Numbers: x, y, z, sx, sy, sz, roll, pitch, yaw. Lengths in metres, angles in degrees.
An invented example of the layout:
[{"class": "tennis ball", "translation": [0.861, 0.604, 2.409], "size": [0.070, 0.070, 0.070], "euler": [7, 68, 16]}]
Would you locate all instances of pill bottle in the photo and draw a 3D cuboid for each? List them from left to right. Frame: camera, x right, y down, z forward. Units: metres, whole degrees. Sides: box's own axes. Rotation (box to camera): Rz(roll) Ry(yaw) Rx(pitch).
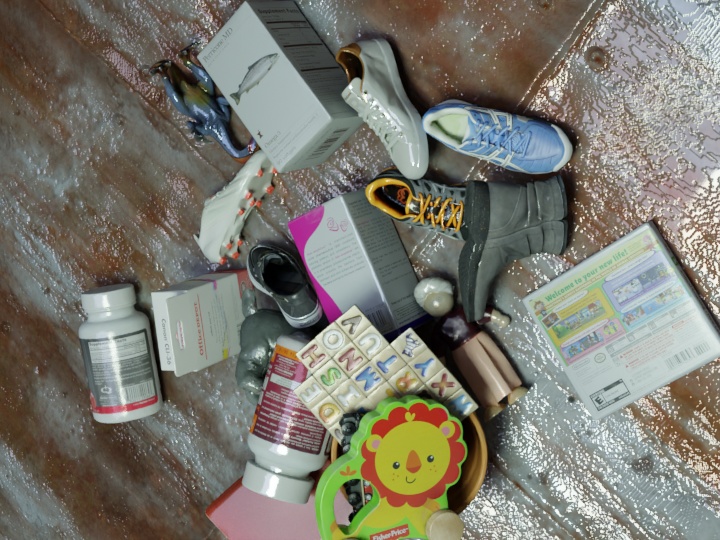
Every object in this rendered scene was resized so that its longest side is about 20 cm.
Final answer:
[{"class": "pill bottle", "translation": [-0.375, 0.126, 1.870], "size": [0.110, 0.111, 0.201], "euler": [-4, 98, 31]}, {"class": "pill bottle", "translation": [-0.083, 0.192, 1.568], "size": [0.109, 0.109, 0.201], "euler": [17, 89, 26]}]

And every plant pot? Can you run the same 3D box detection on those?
[{"class": "plant pot", "translation": [-0.057, 0.326, 1.690], "size": [0.200, 0.200, 0.176], "euler": [43, 107, 15]}, {"class": "plant pot", "translation": [0.064, 0.223, 1.590], "size": [0.199, 0.140, 0.201], "euler": [0, 101, 2]}]

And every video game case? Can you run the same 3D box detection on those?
[{"class": "video game case", "translation": [0.325, 0.065, 1.498], "size": [0.200, 0.022, 0.183], "euler": [-35, 83, 32]}]

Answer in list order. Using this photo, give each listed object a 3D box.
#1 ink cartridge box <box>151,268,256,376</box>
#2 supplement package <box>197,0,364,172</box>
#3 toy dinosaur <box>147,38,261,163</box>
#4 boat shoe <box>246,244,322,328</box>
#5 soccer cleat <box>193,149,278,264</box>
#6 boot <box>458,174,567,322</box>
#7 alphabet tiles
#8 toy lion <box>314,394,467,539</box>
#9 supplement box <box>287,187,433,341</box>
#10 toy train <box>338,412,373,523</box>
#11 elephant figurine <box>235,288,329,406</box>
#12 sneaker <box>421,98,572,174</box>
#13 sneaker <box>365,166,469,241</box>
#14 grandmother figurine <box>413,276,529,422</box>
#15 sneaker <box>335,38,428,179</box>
[{"class": "ink cartridge box", "translation": [-0.230, 0.073, 1.720], "size": [0.067, 0.200, 0.117], "euler": [-2, 100, 30]}, {"class": "supplement package", "translation": [-0.101, -0.249, 1.623], "size": [0.117, 0.117, 0.200], "euler": [-42, 79, 31]}, {"class": "toy dinosaur", "translation": [-0.211, -0.236, 1.736], "size": [0.105, 0.200, 0.182], "euler": [-35, 107, -5]}, {"class": "boat shoe", "translation": [-0.114, 0.005, 1.666], "size": [0.200, 0.070, 0.066], "euler": [54, 169, 53]}, {"class": "soccer cleat", "translation": [-0.186, -0.099, 1.737], "size": [0.078, 0.069, 0.201], "euler": [41, 121, 20]}, {"class": "boot", "translation": [0.194, -0.022, 1.512], "size": [0.131, 0.070, 0.201], "euler": [-1, 122, -7]}, {"class": "alphabet tiles", "translation": [0.021, 0.147, 1.502], "size": [0.167, 0.008, 0.200], "euler": [-40, 98, 10]}, {"class": "toy lion", "translation": [0.038, 0.253, 1.472], "size": [0.069, 0.199, 0.193], "euler": [-156, 53, -71]}, {"class": "supplement box", "translation": [0.000, 0.000, 1.628], "size": [0.101, 0.103, 0.201], "euler": [-24, 90, 33]}, {"class": "toy train", "translation": [0.004, 0.270, 1.512], "size": [0.046, 0.034, 0.201], "euler": [-7, 108, -6]}, {"class": "elephant figurine", "translation": [-0.065, 0.122, 1.693], "size": [0.199, 0.142, 0.155], "euler": [-2, 144, 21]}, {"class": "sneaker", "translation": [0.167, -0.163, 1.509], "size": [0.199, 0.077, 0.076], "euler": [15, 106, 25]}, {"class": "sneaker", "translation": [0.095, -0.081, 1.569], "size": [0.199, 0.077, 0.079], "euler": [16, 106, 25]}, {"class": "grandmother figurine", "translation": [0.142, 0.092, 1.590], "size": [0.121, 0.061, 0.200], "euler": [-36, 83, 2]}, {"class": "sneaker", "translation": [0.021, -0.203, 1.560], "size": [0.073, 0.084, 0.201], "euler": [-46, 61, 54]}]
